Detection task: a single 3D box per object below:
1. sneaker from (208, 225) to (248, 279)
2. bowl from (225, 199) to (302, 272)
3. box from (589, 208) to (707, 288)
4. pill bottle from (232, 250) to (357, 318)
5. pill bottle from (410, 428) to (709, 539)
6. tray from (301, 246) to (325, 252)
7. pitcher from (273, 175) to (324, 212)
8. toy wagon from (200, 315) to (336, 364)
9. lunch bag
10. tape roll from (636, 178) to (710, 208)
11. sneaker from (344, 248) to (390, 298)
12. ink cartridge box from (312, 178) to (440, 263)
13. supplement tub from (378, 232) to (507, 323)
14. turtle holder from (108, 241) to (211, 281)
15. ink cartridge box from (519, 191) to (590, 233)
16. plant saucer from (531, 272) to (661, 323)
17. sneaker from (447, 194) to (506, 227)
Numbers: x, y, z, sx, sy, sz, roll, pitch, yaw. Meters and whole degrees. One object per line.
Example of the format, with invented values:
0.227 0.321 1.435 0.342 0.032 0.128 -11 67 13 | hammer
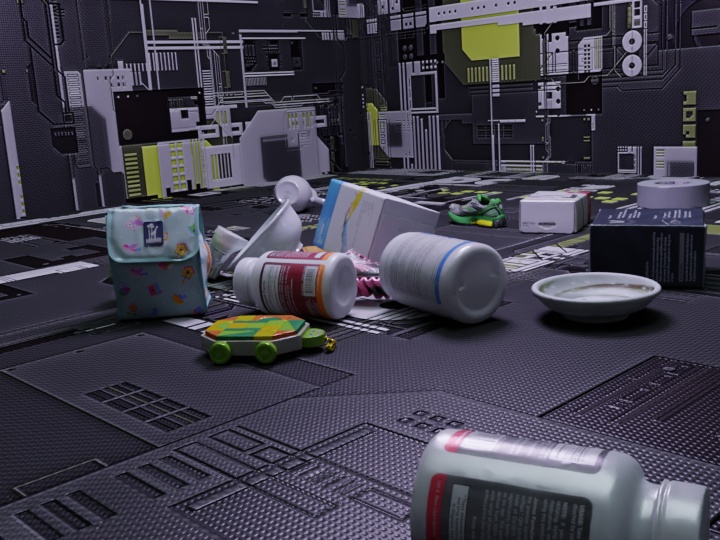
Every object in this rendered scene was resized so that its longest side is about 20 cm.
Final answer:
-0.298 -0.031 1.792 0.074 0.116 0.200 30 -5 -10 | sneaker
-0.185 -0.047 1.785 0.090 0.201 0.201 41 11 -10 | bowl
0.539 -0.047 1.590 0.199 0.118 0.197 2 13 21 | box
-0.115 0.023 1.470 0.199 0.113 0.113 3 13 27 | pill bottle
0.146 0.183 0.624 0.199 0.111 0.111 3 13 28 | pill bottle
-0.069 -0.025 1.872 0.098 0.037 0.200 -6 13 -10 | tray
-0.190 -0.245 2.811 0.171 0.122 0.200 15 4 11 | pitcher
-0.135 0.100 1.285 0.199 0.040 0.155 -2 12 10 | toy wagon
-0.362 -0.022 1.527 0.170 0.201 0.122 -3 20 -4 | lunch bag
0.904 -0.223 2.455 0.200 0.066 0.200 -3 11 1 | tape roll
0.000 0.000 1.549 0.199 0.096 0.079 -1 -28 8 | sneaker
0.030 -0.083 1.711 0.146 0.146 0.200 12 8 -36 | ink cartridge box
0.135 0.009 1.418 0.132 0.132 0.200 -11 15 -31 | supplement tub
-0.386 -0.025 1.664 0.185 0.141 0.132 17 -2 -14 | turtle holder
0.506 -0.154 2.199 0.146 0.083 0.200 3 13 24 | ink cartridge box
0.375 0.047 1.356 0.199 0.050 0.200 -4 11 1 | plant saucer
0.320 -0.169 2.327 0.078 0.085 0.200 -13 14 -39 | sneaker
